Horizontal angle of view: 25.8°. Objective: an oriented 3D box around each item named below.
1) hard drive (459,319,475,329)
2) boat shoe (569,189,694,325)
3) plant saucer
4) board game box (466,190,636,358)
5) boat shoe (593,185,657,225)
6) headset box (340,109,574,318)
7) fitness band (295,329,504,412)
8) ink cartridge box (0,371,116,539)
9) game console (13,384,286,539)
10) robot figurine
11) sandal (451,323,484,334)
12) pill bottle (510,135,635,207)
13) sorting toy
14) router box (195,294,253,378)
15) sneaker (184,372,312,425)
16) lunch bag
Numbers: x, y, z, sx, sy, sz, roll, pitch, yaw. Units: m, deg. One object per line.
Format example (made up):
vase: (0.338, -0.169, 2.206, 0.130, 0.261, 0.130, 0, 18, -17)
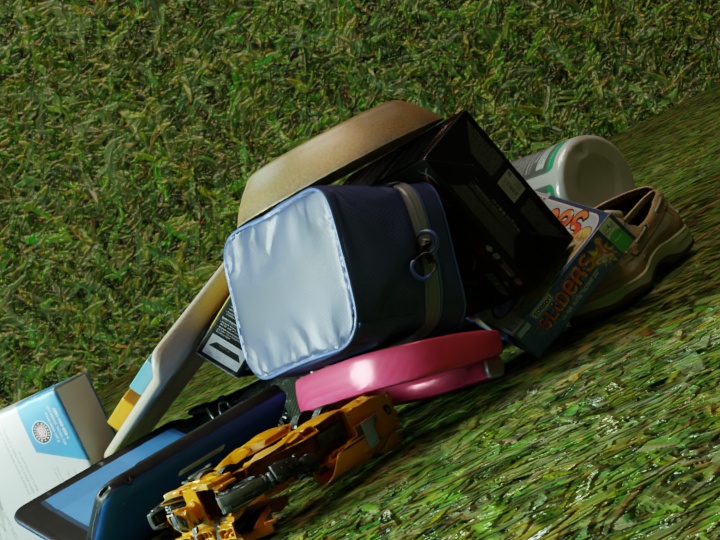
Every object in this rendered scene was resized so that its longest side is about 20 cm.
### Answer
hard drive: (0.162, 0.027, 1.654, 0.132, 0.027, 0.200, -24, 4, 20)
boat shoe: (0.231, -0.018, 1.427, 0.072, 0.076, 0.200, -19, 11, 38)
plant saucer: (-0.025, -0.097, 1.344, 0.200, 0.036, 0.200, -28, 1, 1)
board game box: (0.153, -0.003, 1.412, 0.135, 0.034, 0.200, -51, 18, -4)
boat shoe: (0.211, -0.024, 1.518, 0.200, 0.072, 0.076, -28, 36, -18)
headset box: (0.062, -0.033, 1.375, 0.200, 0.149, 0.077, -25, 20, 51)
fitness band: (0.032, 0.088, 1.298, 0.143, 0.038, 0.200, -6, -12, -34)
ink cartridge box: (-0.337, 0.209, 1.550, 0.200, 0.145, 0.084, -25, 4, 15)
game console: (-0.184, 0.160, 1.360, 0.200, 0.118, 0.171, -30, -27, -37)
robot figurine: (-0.064, 0.155, 1.195, 0.200, 0.058, 0.145, -29, 5, -42)
sandal: (0.069, 0.073, 1.478, 0.075, 0.048, 0.200, -23, 5, 33)
pill bottle: (0.193, -0.070, 1.714, 0.113, 0.113, 0.200, -29, 6, -36)
sorting toy: (-0.177, 0.078, 1.498, 0.185, 0.036, 0.200, -55, -3, -41)
router box: (-0.090, 0.027, 1.499, 0.149, 0.051, 0.200, -58, -2, -3)
sneaker: (-0.094, 0.139, 1.485, 0.114, 0.076, 0.199, -30, 3, -29)
lunch bag: (-0.004, 0.005, 1.286, 0.132, 0.136, 0.200, -6, -10, -37)
